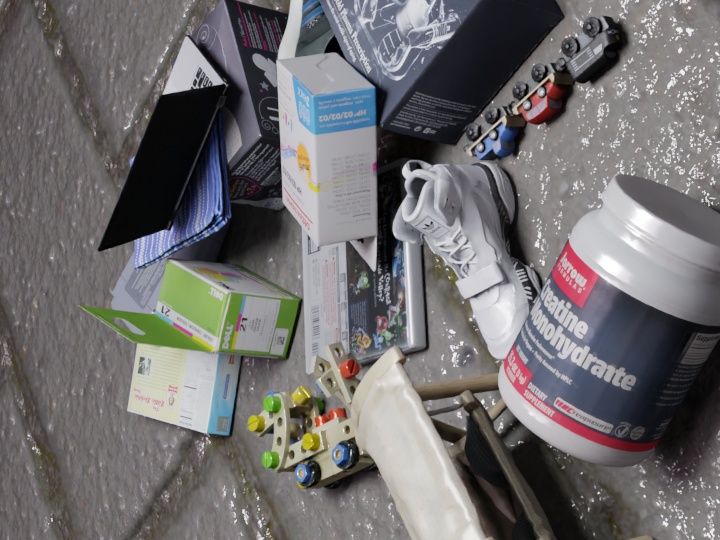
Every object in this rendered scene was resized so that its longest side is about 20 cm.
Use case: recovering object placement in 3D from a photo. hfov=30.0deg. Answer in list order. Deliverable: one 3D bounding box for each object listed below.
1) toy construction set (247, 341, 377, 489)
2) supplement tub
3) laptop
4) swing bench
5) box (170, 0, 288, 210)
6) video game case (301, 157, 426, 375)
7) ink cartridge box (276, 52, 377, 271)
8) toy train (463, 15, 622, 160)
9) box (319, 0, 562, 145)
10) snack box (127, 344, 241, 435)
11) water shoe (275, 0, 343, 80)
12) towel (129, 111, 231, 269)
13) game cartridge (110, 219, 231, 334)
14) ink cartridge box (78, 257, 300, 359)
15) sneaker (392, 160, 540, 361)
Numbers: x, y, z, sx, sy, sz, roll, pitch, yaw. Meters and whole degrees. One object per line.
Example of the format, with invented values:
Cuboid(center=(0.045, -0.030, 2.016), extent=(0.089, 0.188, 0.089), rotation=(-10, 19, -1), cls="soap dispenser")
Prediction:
Cuboid(center=(-0.040, 0.156, 1.406), extent=(0.200, 0.092, 0.131), rotation=(-44, 51, 52), cls="toy construction set")
Cuboid(center=(0.208, 0.040, 1.062), extent=(0.140, 0.140, 0.200), rotation=(47, 119, 45), cls="supplement tub")
Cuboid(center=(-0.232, -0.143, 1.462), extent=(0.200, 0.116, 0.188), rotation=(52, 124, 46), cls="laptop")
Cuboid(center=(0.100, 0.185, 1.125), extent=(0.130, 0.200, 0.199), rotation=(-52, 47, 32), cls="swing bench")
Cuboid(center=(-0.127, -0.190, 1.550), extent=(0.132, 0.115, 0.200), rotation=(-41, 53, 40), cls="box")
Cuboid(center=(0.000, 0.000, 1.430), extent=(0.182, 0.023, 0.201), rotation=(-19, 68, 49), cls="video game case")
Cuboid(center=(-0.033, -0.103, 1.347), extent=(0.115, 0.068, 0.200), rotation=(-129, 33, -57), cls="ink cartridge box")
Cuboid(center=(0.166, -0.160, 1.242), extent=(0.200, 0.034, 0.046), rotation=(-41, 66, 39), cls="toy train")
Cuboid(center=(0.071, -0.262, 1.322), extent=(0.182, 0.104, 0.200), rotation=(-49, 49, 33), cls="box")
Cuboid(center=(-0.221, 0.133, 1.672), extent=(0.200, 0.037, 0.117), rotation=(6, 86, 52), cls="snack box")
Cuboid(center=(-0.039, -0.278, 1.506), extent=(0.079, 0.072, 0.200), rotation=(6, 68, 11), cls="water shoe")
Cuboid(center=(-0.212, -0.094, 1.536), extent=(0.200, 0.024, 0.145), rotation=(-24, 66, 48), cls="towel")
Cuboid(center=(-0.238, -0.012, 1.694), extent=(0.200, 0.040, 0.133), rotation=(-59, 37, 8), cls="game cartridge")
Cuboid(center=(-0.192, 0.038, 1.522), extent=(0.148, 0.200, 0.076), rotation=(25, 103, 50), cls="ink cartridge box")
Cuboid(center=(0.094, -0.013, 1.237), extent=(0.075, 0.115, 0.200), rotation=(-32, 59, 44), cls="sneaker")
